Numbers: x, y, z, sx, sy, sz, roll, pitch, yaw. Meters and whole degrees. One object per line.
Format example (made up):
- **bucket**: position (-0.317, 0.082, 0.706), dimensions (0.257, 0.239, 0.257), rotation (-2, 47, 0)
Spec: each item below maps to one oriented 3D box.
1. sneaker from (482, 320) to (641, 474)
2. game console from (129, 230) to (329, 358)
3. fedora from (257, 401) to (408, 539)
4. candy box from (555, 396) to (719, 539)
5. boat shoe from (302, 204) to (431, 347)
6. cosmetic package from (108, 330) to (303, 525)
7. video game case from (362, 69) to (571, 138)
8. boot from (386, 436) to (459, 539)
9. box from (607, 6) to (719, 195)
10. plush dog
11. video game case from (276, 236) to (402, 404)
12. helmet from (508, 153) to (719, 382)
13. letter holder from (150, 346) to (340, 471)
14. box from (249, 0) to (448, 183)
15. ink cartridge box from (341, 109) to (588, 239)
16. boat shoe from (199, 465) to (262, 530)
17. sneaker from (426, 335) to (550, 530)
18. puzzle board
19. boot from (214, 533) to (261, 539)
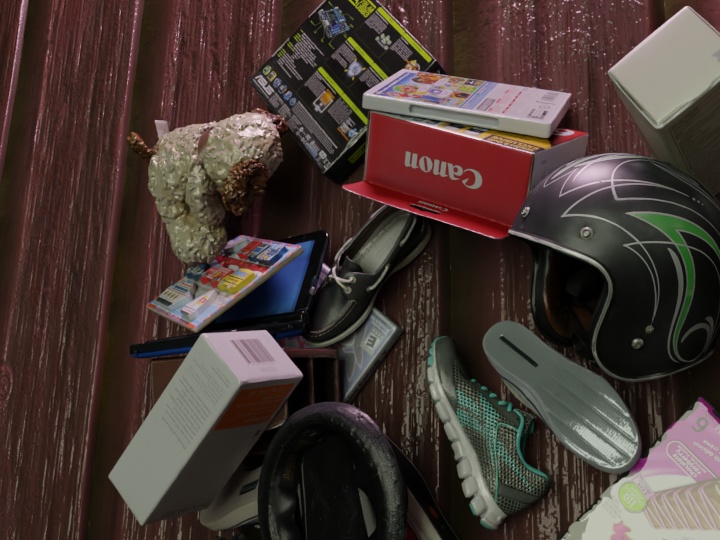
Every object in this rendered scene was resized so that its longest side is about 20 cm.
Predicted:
- **sneaker**: position (0.202, 0.124, 0.927), dimensions (0.073, 0.071, 0.200), rotation (-42, 50, 1)
- **game console**: position (-0.152, 0.027, 1.086), dimensions (0.199, 0.170, 0.120), rotation (-12, 86, 44)
- **fedora**: position (-0.010, 0.229, 0.921), dimensions (0.199, 0.091, 0.203), rotation (-4, 83, 37)
- **candy box**: position (0.291, 0.234, 0.856), dimensions (0.200, 0.061, 0.136), rotation (-48, 59, 7)
- **boat shoe**: position (0.000, 0.000, 1.067), dimensions (0.200, 0.060, 0.074), rotation (-44, 59, -4)
- **cosmetic package**: position (-0.157, 0.158, 0.958), dimensions (0.071, 0.101, 0.201), rotation (47, 114, 26)
- **video game case**: position (0.118, -0.183, 1.021), dimensions (0.198, 0.143, 0.018), rotation (12, 116, 16)
- **boot**: position (0.015, 0.278, 0.988), dimensions (0.144, 0.072, 0.201), rotation (-39, 64, 14)
- **box**: position (0.311, -0.146, 0.884), dimensions (0.095, 0.200, 0.078), rotation (-38, 59, 11)
- **plush dog**: position (-0.168, -0.131, 1.130), dimensions (0.171, 0.161, 0.201), rotation (-16, 42, 27)
- **video game case**: position (-0.073, 0.085, 1.121), dimensions (0.200, 0.023, 0.183), rotation (39, 95, 31)
- **helmet**: position (0.239, -0.013, 0.869), dimensions (0.198, 0.200, 0.192), rotation (-4, 103, 27)
- **letter holder**: position (-0.129, 0.163, 1.057), dimensions (0.199, 0.100, 0.144), rotation (-8, 82, 34)
- **box**: position (-0.021, -0.242, 1.185), dimensions (0.193, 0.047, 0.200), rotation (-43, 59, 7)
- **ink cartridge box**: position (0.108, -0.113, 0.990), dimensions (0.199, 0.175, 0.085), rotation (20, 116, 31)
- **boat shoe**: position (-0.100, 0.266, 1.052), dimensions (0.200, 0.092, 0.075), rotation (-28, 32, 51)
- **sneaker**: position (0.132, 0.155, 0.969), dimensions (0.091, 0.078, 0.201), rotation (-23, 72, 10)
- **puzzle board**: position (-0.165, 0.008, 1.102), dimensions (0.150, 0.017, 0.200), rotation (-38, 20, -19)
- **boot**: position (-0.106, 0.382, 1.016), dimensions (0.161, 0.073, 0.200), rotation (-6, 64, 24)
